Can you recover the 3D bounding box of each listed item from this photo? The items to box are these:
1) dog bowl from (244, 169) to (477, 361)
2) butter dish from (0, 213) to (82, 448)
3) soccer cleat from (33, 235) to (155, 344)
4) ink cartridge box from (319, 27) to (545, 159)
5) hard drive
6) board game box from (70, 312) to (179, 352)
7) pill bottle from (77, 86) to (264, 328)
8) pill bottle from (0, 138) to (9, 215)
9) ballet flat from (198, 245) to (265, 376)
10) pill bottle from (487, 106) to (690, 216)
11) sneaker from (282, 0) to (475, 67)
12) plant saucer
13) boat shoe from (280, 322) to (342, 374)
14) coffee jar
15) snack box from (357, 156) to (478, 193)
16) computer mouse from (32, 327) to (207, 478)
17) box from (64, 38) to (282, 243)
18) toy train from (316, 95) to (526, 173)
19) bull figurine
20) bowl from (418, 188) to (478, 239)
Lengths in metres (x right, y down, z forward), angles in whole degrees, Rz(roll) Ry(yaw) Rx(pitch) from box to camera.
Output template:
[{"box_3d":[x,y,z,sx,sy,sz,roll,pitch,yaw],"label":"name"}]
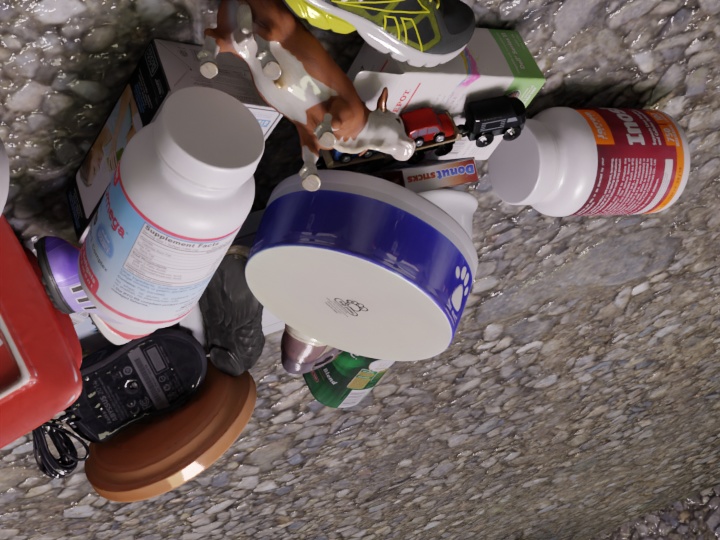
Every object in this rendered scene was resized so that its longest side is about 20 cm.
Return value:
[{"box_3d":[0.000,0.000,1.070,0.199,0.079,0.200,16,154,8],"label":"dog bowl"},{"box_3d":[-0.339,0.061,1.098,0.199,0.201,0.148,-30,174,17],"label":"butter dish"},{"box_3d":[-0.229,0.012,1.082,0.073,0.069,0.200,-18,156,6],"label":"soccer cleat"},{"box_3d":[0.051,-0.160,1.077,0.199,0.068,0.117,-3,146,-32],"label":"ink cartridge box"},{"box_3d":[-0.126,0.016,1.213,0.131,0.027,0.200,-18,150,-11],"label":"hard drive"},{"box_3d":[-0.201,0.025,1.246,0.199,0.041,0.199,-32,150,16],"label":"board game box"},{"box_3d":[-0.150,-0.049,0.955,0.108,0.109,0.200,-2,146,-33],"label":"pill bottle"},{"box_3d":[-0.367,-0.081,0.864,0.114,0.115,0.200,-36,149,24],"label":"pill bottle"},{"box_3d":[-0.123,0.034,1.182,0.066,0.057,0.201,22,145,7],"label":"ballet flat"},{"box_3d":[0.237,-0.113,1.244,0.199,0.113,0.113,-4,147,-32],"label":"pill bottle"},{"box_3d":[0.028,-0.222,0.946,0.199,0.075,0.085,5,141,-41],"label":"sneaker"},{"box_3d":[-0.203,0.158,1.252,0.199,0.201,0.032,-26,117,7],"label":"plant saucer"},{"box_3d":[-0.043,0.060,1.245,0.065,0.072,0.200,-63,175,13],"label":"boat shoe"},{"box_3d":[0.010,0.071,1.413,0.085,0.105,0.200,1,143,-42],"label":"coffee jar"},{"box_3d":[0.037,-0.087,1.125,0.071,0.025,0.200,-11,-174,-18],"label":"snack box"},{"box_3d":[-0.254,0.114,1.227,0.199,0.139,0.053,-22,-164,-6],"label":"computer mouse"},{"box_3d":[-0.163,-0.102,1.033,0.116,0.060,0.200,3,143,-38],"label":"box"},{"box_3d":[0.054,-0.119,1.042,0.199,0.034,0.046,-14,149,-14],"label":"toy train"},{"box_3d":[-0.041,-0.138,0.930,0.065,0.122,0.200,-37,110,28],"label":"bull figurine"},{"box_3d":[0.032,-0.012,1.234,0.200,0.091,0.201,-11,168,-2],"label":"bowl"}]
